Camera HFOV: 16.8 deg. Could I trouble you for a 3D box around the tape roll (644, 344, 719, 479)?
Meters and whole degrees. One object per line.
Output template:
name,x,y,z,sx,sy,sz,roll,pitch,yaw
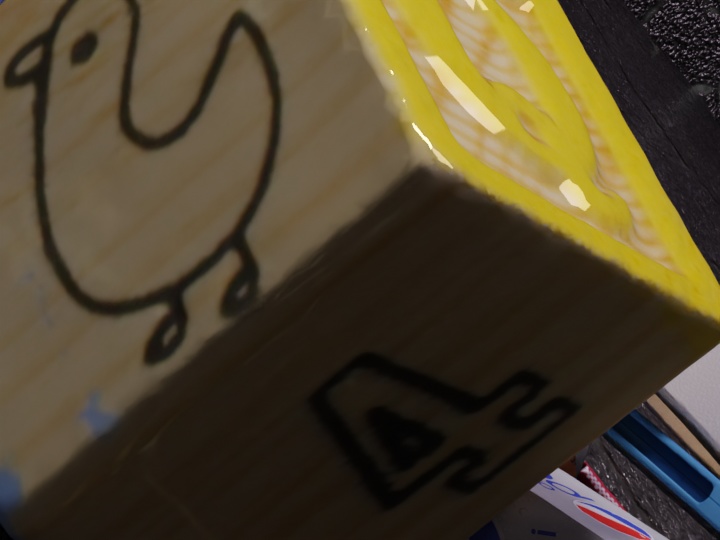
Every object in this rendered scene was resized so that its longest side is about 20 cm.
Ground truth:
tape roll,0.137,0.043,1.042,0.203,0.037,0.203,47,1,-1

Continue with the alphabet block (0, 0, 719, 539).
alphabet block,-0.022,-0.015,0.867,0.196,0.200,0.196,23,33,-50

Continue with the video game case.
video game case,0.152,0.104,1.002,0.143,0.018,0.200,41,1,-37

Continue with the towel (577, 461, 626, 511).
towel,0.115,0.125,1.298,0.145,0.022,0.200,50,-4,-22

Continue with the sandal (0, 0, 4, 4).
sandal,-0.178,-0.160,0.998,0.087,0.079,0.201,40,22,-57

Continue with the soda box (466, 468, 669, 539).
soda box,0.060,0.108,0.932,0.068,0.064,0.200,19,9,-43

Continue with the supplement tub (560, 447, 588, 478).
supplement tub,0.044,0.048,1.156,0.123,0.122,0.200,49,15,-22
